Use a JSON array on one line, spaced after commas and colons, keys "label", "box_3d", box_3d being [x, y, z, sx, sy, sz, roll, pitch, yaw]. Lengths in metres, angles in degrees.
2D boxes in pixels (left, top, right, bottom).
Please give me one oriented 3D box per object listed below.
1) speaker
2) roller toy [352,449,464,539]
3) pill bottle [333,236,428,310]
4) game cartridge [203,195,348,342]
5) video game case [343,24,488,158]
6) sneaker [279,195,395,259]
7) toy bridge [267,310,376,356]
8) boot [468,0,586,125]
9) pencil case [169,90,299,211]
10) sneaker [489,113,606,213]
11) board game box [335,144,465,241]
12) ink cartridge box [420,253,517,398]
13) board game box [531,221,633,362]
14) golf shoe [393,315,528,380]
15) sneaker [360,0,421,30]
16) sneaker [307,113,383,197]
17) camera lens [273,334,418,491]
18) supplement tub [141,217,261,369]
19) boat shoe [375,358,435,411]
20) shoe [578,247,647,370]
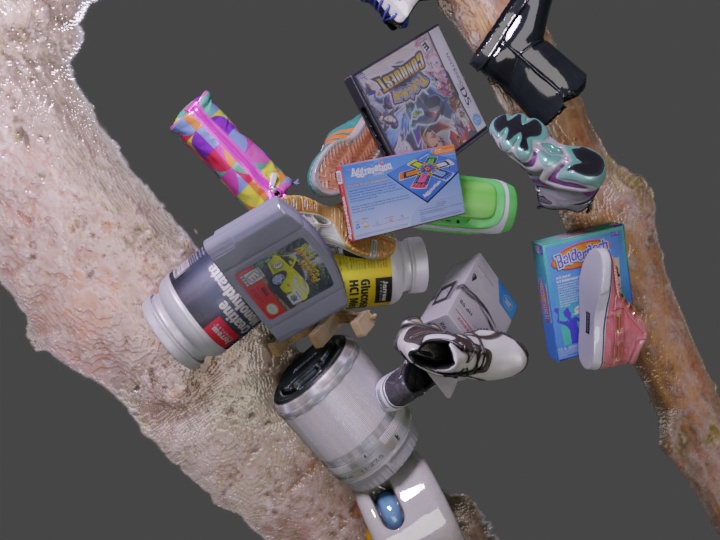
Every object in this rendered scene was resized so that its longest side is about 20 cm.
[{"label": "speaker", "box_3d": [0.140, -0.106, 1.102, 0.195, 0.088, 0.091, 5, 99, -10]}, {"label": "roller toy", "box_3d": [0.070, 0.393, 1.122, 0.138, 0.200, 0.185, -26, 92, -5]}, {"label": "pill bottle", "box_3d": [0.000, 0.000, 1.080, 0.195, 0.112, 0.115, -6, 100, -8]}, {"label": "game cartridge", "box_3d": [-0.100, 0.002, 0.942, 0.132, 0.041, 0.201, -31, 129, 4]}, {"label": "video game case", "box_3d": [0.090, -0.245, 1.056, 0.199, 0.025, 0.183, -38, 106, -31]}, {"label": "sneaker", "box_3d": [-0.046, -0.057, 1.003, 0.196, 0.087, 0.077, 14, 70, -23]}, {"label": "toy bridge", "box_3d": [-0.052, 0.088, 1.072, 0.197, 0.067, 0.028, -17, 108, 37]}, {"label": "boot", "box_3d": [0.286, -0.347, 1.090, 0.167, 0.077, 0.202, 34, 99, -9]}, {"label": "pencil case", "box_3d": [-0.184, -0.165, 1.037, 0.200, 0.088, 0.089, 44, 90, -13]}, {"label": "sneaker", "box_3d": [0.283, -0.152, 1.117, 0.199, 0.141, 0.078, 38, 67, 26]}, {"label": "board game box", "box_3d": [0.060, -0.112, 1.000, 0.197, 0.019, 0.105, -15, 99, -30]}, {"label": "ink cartridge box", "box_3d": [0.161, 0.083, 1.084, 0.116, 0.066, 0.201, 51, 44, -15]}, {"label": "board game box", "box_3d": [0.377, 0.035, 1.185, 0.149, 0.045, 0.205, -12, 101, -7]}, {"label": "golf shoe", "box_3d": [0.143, 0.124, 0.979, 0.195, 0.095, 0.079, 9, 105, -5]}, {"label": "sneaker", "box_3d": [0.026, -0.411, 1.034, 0.195, 0.081, 0.118, -11, 99, -10]}, {"label": "sneaker", "box_3d": [-0.026, -0.163, 1.023, 0.072, 0.079, 0.200, 57, 47, -19]}, {"label": "camera lens", "box_3d": [-0.024, 0.214, 1.086, 0.159, 0.160, 0.201, -40, 104, -1]}, {"label": "supplement tub", "box_3d": [-0.203, 0.033, 1.036, 0.199, 0.140, 0.141, -38, 103, -2]}, {"label": "boat shoe", "box_3d": [0.096, 0.151, 1.084, 0.066, 0.199, 0.071, -31, 84, 35]}, {"label": "shoe", "box_3d": [0.408, 0.061, 1.139, 0.089, 0.072, 0.205, -4, 105, -10]}]
